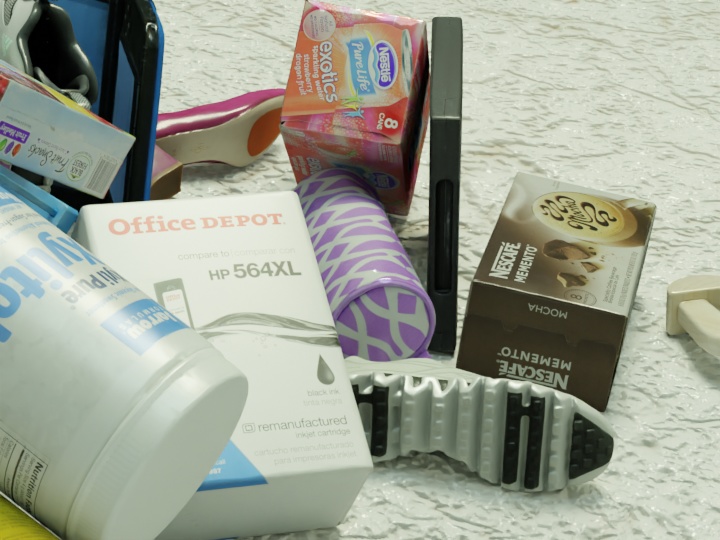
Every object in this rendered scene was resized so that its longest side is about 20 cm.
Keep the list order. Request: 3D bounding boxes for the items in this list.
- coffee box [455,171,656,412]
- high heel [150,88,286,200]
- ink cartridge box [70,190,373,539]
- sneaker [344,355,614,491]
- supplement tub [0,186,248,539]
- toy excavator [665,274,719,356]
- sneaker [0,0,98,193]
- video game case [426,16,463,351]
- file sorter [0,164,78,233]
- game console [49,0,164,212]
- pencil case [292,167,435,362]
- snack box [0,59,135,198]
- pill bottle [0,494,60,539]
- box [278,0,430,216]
[{"bbox_3d":[0.144,0.012,1.477,0.112,0.080,0.200,14,28,9],"label":"coffee box"},{"bbox_3d":[-0.142,-0.122,1.664,0.096,0.068,0.200,34,39,23],"label":"high heel"},{"bbox_3d":[-0.091,0.057,1.234,0.145,0.084,0.201,-5,59,-21],"label":"ink cartridge box"},{"bbox_3d":[0.067,0.091,1.322,0.198,0.076,0.081,10,18,3],"label":"sneaker"},{"bbox_3d":[-0.174,0.050,1.090,0.199,0.132,0.132,34,34,13],"label":"supplement tub"},{"bbox_3d":[0.307,0.058,1.432,0.198,0.101,0.195,5,25,14],"label":"toy excavator"},{"bbox_3d":[-0.230,-0.098,1.427,0.077,0.202,0.139,-12,8,-43],"label":"sneaker"},{"bbox_3d":[0.062,-0.068,1.495,0.025,0.182,0.200,1,27,2],"label":"video game case"},{"bbox_3d":[-0.297,0.001,1.213,0.138,0.201,0.123,29,-6,35],"label":"file sorter"},{"bbox_3d":[-0.218,-0.113,1.482,0.117,0.201,0.171,1,24,-15],"label":"game console"},{"bbox_3d":[0.000,0.000,1.464,0.085,0.084,0.200,35,17,-28],"label":"pencil case"},{"bbox_3d":[-0.244,-0.112,1.280,0.142,0.053,0.200,29,1,16],"label":"snack box"},{"bbox_3d":[-0.188,0.181,1.027,0.199,0.113,0.112,29,34,36],"label":"pill bottle"},{"bbox_3d":[-0.001,-0.120,1.561,0.094,0.103,0.200,11,-13,6],"label":"box"}]
